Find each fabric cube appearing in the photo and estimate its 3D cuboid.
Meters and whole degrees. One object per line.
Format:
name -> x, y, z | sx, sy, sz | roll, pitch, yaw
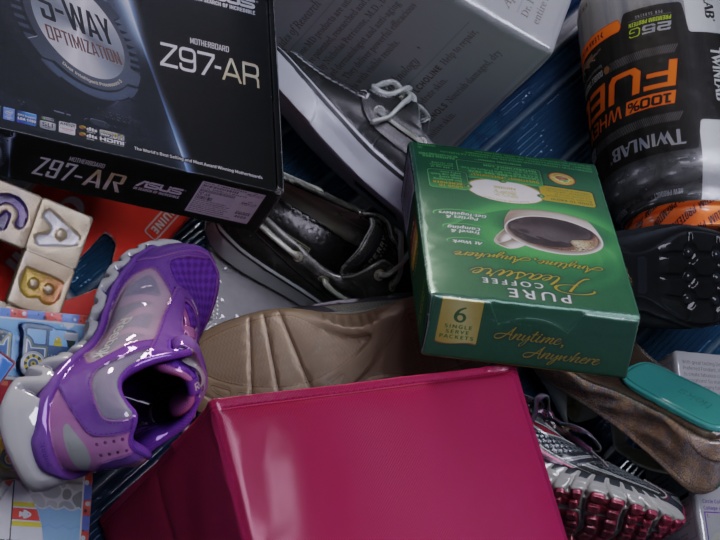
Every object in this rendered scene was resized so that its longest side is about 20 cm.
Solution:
fabric cube -> -0.006, 0.186, 1.407 | 0.196, 0.200, 0.199 | -5, 68, -27

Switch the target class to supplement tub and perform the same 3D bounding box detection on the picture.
supplement tub -> 0.214, -0.100, 1.701 | 0.122, 0.123, 0.200 | 7, 63, -23

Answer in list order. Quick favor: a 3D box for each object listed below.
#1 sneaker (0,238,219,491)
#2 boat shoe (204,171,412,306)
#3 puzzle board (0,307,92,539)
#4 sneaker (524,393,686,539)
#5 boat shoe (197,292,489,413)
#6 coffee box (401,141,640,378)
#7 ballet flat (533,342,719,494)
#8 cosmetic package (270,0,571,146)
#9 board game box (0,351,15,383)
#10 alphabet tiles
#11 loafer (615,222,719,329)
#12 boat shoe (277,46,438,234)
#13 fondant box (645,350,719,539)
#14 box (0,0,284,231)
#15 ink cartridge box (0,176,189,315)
sneaker -> -0.119, 0.053, 1.434 | 0.200, 0.088, 0.081 | -55, 132, -48
boat shoe -> 0.000, 0.000, 1.581 | 0.200, 0.064, 0.071 | 26, 57, -13
puzzle board -> -0.244, 0.091, 1.420 | 0.200, 0.017, 0.151 | 6, 81, -23
sneaker -> 0.114, 0.117, 1.573 | 0.200, 0.081, 0.075 | 24, 56, -14
boat shoe -> -0.012, 0.052, 1.539 | 0.200, 0.065, 0.072 | -13, 86, -4
coffee box -> 0.088, -0.009, 1.472 | 0.123, 0.044, 0.200 | 7, 27, -8
ballet flat -> 0.160, 0.079, 1.611 | 0.068, 0.067, 0.200 | -18, 41, -35
cosmetic package -> 0.027, -0.211, 1.635 | 0.200, 0.166, 0.167 | 31, 56, -11
board game box -> -0.286, 0.101, 1.380 | 0.103, 0.019, 0.200 | 38, 70, -14
alphabet tiles -> -0.257, 0.032, 1.434 | 0.167, 0.008, 0.200 | 22, 75, -21
loafer -> 0.165, 0.003, 1.605 | 0.200, 0.070, 0.068 | -1, 94, -31
boat shoe -> 0.017, -0.083, 1.601 | 0.199, 0.074, 0.068 | 42, 82, 16
fondant box -> 0.264, 0.158, 1.642 | 0.144, 0.058, 0.200 | 6, 65, -24
box -> -0.147, -0.117, 1.514 | 0.200, 0.044, 0.160 | 13, 51, -21
ink cartridge box -> -0.205, -0.048, 1.516 | 0.174, 0.044, 0.200 | 41, 55, -2
